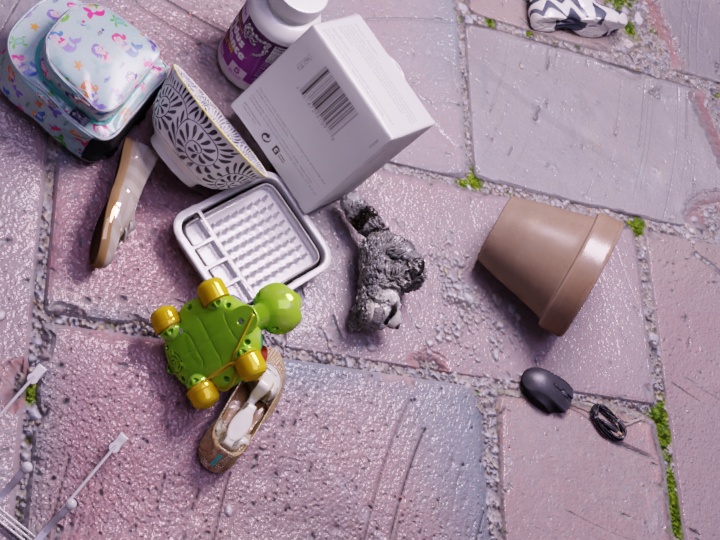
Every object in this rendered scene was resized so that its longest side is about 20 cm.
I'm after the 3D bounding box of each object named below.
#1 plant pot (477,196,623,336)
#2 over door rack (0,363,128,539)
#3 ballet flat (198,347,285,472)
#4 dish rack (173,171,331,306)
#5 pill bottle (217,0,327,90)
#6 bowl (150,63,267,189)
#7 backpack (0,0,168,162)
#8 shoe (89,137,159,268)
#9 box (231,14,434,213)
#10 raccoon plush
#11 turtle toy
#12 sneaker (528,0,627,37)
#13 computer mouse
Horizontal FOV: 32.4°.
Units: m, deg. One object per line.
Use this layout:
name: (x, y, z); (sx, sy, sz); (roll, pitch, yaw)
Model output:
plant pot: (0.281, -0.027, 1.896); (0.174, 0.200, 0.200); (30, 55, 6)
over door rack: (-0.386, 0.220, 1.475); (0.148, 0.067, 0.200); (42, 55, -7)
ballet flat: (-0.143, 0.177, 1.629); (0.070, 0.065, 0.200); (33, 56, -11)
dish rack: (-0.154, -0.033, 1.733); (0.200, 0.044, 0.172); (-32, 84, -35)
pill bottle: (-0.125, -0.353, 1.798); (0.112, 0.200, 0.113); (13, 61, -23)
bowl: (-0.226, -0.177, 1.706); (0.094, 0.201, 0.201); (-39, 89, 4)
backpack: (-0.379, -0.270, 1.662); (0.200, 0.151, 0.178); (36, 57, -4)
shoe: (-0.314, -0.089, 1.653); (0.053, 0.070, 0.200); (20, 60, -17)
box: (-0.040, -0.224, 1.770); (0.199, 0.200, 0.131); (56, 36, 5)
raccoon plush: (0.000, 0.000, 1.794); (0.134, 0.097, 0.200); (-36, 67, -26)
turtle toy: (-0.167, 0.083, 1.609); (0.146, 0.200, 0.101); (62, 12, 10)
sneaker: (0.385, -0.493, 2.216); (0.199, 0.079, 0.130); (-2, 77, -19)
computer mouse: (0.331, 0.205, 1.896); (0.200, 0.034, 0.059); (28, 57, -16)
